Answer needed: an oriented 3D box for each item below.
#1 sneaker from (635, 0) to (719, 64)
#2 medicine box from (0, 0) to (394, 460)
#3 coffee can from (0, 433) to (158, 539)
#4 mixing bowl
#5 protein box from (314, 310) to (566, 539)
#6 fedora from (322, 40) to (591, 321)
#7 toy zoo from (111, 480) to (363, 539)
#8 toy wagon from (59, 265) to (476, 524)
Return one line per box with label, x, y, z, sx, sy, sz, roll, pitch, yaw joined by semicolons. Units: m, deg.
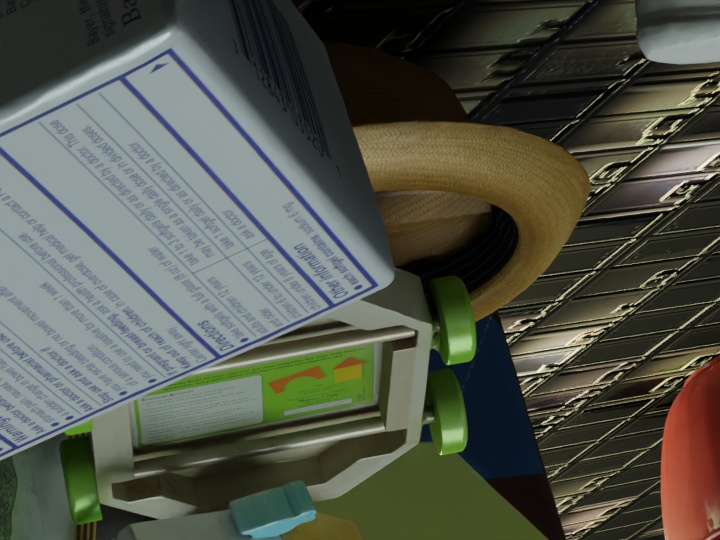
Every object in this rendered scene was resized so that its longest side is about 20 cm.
sneaker;0.189;-0.126;1.046;0.199;0.089;0.075;-5;175;-25
medicine box;-0.118;-0.033;0.900;0.199;0.103;0.182;-24;150;11
coffee can;-0.159;0.085;1.172;0.199;0.147;0.146;-7;157;-36
mixing bowl;0.259;0.101;1.741;0.199;0.109;0.200;-18;162;-6
protein box;-0.050;0.113;1.360;0.198;0.136;0.200;-1;160;-46
fedora;-0.017;-0.031;1.087;0.199;0.082;0.201;-11;154;-5
toy zoo;-0.085;0.140;1.145;0.200;0.021;0.131;-38;154;31
toy wagon;-0.036;0.033;1.057;0.154;0.040;0.200;-10;148;-8
